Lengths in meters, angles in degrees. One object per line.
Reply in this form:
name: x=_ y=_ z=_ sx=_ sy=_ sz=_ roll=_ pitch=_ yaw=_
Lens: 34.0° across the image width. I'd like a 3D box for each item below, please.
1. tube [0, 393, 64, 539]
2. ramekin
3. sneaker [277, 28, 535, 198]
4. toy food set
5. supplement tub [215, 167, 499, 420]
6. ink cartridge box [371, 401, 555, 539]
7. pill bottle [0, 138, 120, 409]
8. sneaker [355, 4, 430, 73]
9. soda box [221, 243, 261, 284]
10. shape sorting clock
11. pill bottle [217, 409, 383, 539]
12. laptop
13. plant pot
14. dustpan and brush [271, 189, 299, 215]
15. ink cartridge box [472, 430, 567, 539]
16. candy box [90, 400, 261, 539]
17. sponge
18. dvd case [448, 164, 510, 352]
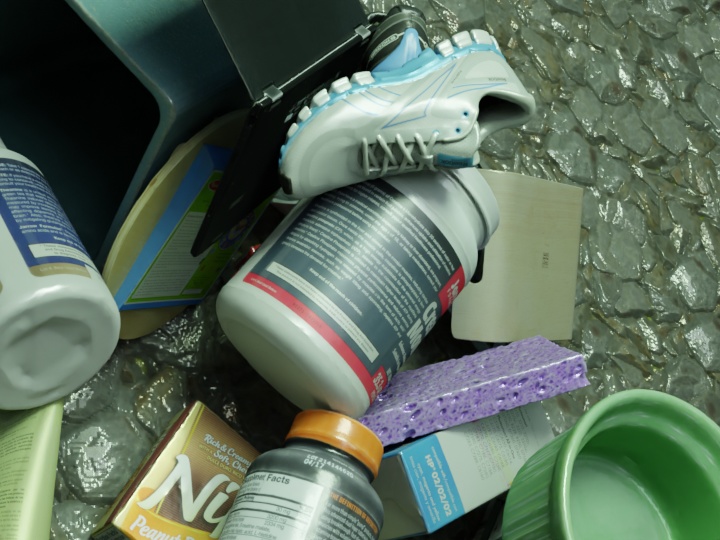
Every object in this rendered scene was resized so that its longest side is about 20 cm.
tube: x=-0.226 y=0.158 z=0.769 sx=0.057 sy=0.052 sz=0.202 roll=2 pitch=49 yaw=-12
ramekin: x=0.198 y=0.198 z=0.855 sx=0.197 sy=0.098 sz=0.203 roll=14 pitch=59 yaw=-24
sneaker: x=0.037 y=-0.096 z=0.815 sx=0.198 sy=0.075 sz=0.087 roll=-29 pitch=57 yaw=-17
toy food set: x=0.142 y=-0.011 z=1.074 sx=0.199 sy=0.060 sz=0.146 roll=3 pitch=93 yaw=-56
supplement tub: x=0.000 y=0.000 z=0.887 sx=0.140 sy=0.140 sz=0.201 roll=43 pitch=72 yaw=-7
ink cartridge box: x=0.083 y=0.155 z=0.973 sx=0.198 sy=0.115 sz=0.069 roll=-19 pitch=86 yaw=-38
pill bottle: x=-0.252 y=-0.012 z=0.811 sx=0.110 sy=0.112 sz=0.201 roll=-9 pitch=48 yaw=-36
sneaker: x=0.014 y=-0.161 z=0.949 sx=0.070 sy=0.199 sz=0.084 roll=9 pitch=83 yaw=-16
soda box: x=-0.017 y=-0.004 z=1.022 sx=0.198 sy=0.063 sz=0.071 roll=-21 pitch=80 yaw=-38
shape sorting clock: x=-0.127 y=-0.035 z=0.883 sx=0.039 sy=0.201 sz=0.200 roll=39 pitch=49 yaw=14
pill bottle: x=-0.047 y=0.197 z=0.805 sx=0.105 sy=0.106 sz=0.202 roll=33 pitch=57 yaw=-15
laptop: x=-0.079 y=-0.151 z=0.810 sx=0.115 sy=0.201 sz=0.187 roll=34 pitch=35 yaw=7
plant pot: x=-0.171 y=-0.158 z=0.906 sx=0.196 sy=0.197 sz=0.199 roll=45 pitch=44 yaw=8
dustpan and brush: x=-0.064 y=-0.076 z=1.016 sx=0.200 sy=0.057 sz=0.139 roll=-43 pitch=51 yaw=-8
ink cartridge box: x=0.155 y=0.235 z=0.966 sx=0.084 sy=0.146 sz=0.201 roll=39 pitch=51 yaw=-9
candy box: x=-0.086 y=0.208 z=0.877 sx=0.200 sy=0.055 sz=0.116 roll=42 pitch=53 yaw=-9
sponge: x=0.074 y=0.097 z=0.950 sx=0.197 sy=0.112 sz=0.030 roll=-15 pitch=98 yaw=-6
dvd case: x=0.105 y=-0.016 z=1.074 sx=0.201 sy=0.017 sz=0.144 roll=52 pitch=43 yaw=-40
